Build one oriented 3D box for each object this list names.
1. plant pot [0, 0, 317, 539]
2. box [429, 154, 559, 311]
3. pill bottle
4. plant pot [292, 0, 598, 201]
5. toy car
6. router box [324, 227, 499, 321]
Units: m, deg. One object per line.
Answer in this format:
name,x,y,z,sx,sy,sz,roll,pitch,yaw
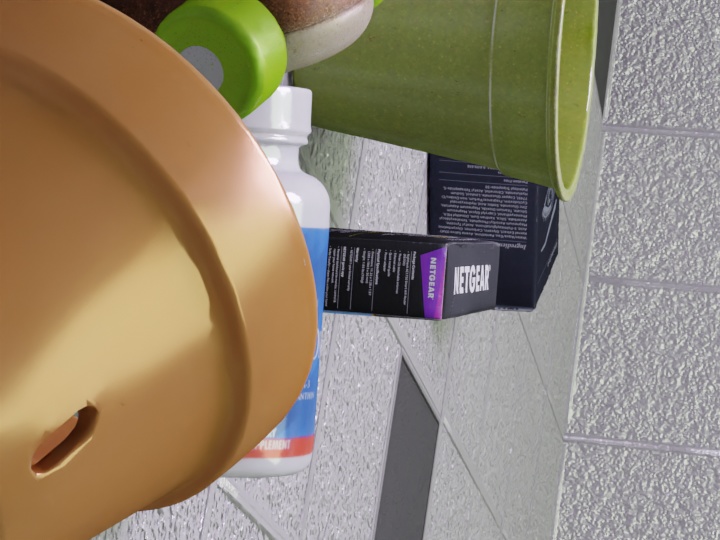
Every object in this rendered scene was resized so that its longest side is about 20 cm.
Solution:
plant pot,-0.133,0.021,0.699,0.140,0.200,0.200,-47,143,-44
box,0.129,-0.081,1.961,0.148,0.104,0.201,-57,150,-65
pill bottle,-0.073,0.002,1.089,0.112,0.112,0.201,-11,105,-77
plant pot,0.058,-0.155,1.430,0.200,0.189,0.201,5,90,-77
toy car,-0.085,-0.185,0.927,0.164,0.157,0.200,-47,130,-53
router box,0.000,0.000,1.326,0.200,0.149,0.051,-5,99,-76
